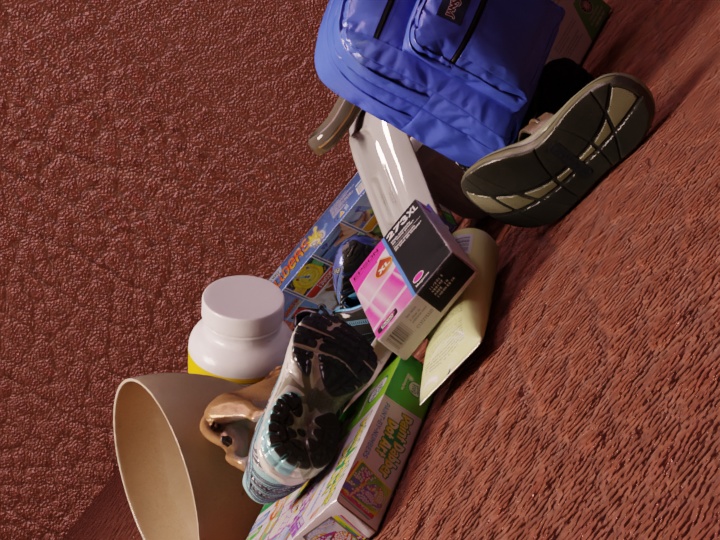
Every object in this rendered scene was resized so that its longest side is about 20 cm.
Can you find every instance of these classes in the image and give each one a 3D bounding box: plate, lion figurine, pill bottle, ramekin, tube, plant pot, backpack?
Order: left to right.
[{"bbox_3d":[-0.140,0.185,1.505,0.133,0.202,0.200,-15,-12,-27],"label":"plant pot"},{"bbox_3d":[-0.124,0.112,1.616,0.113,0.111,0.202,-62,-21,-57],"label":"pill bottle"},{"bbox_3d":[-0.084,0.125,1.408,0.122,0.199,0.073,15,103,43],"label":"lion figurine"},{"bbox_3d":[0.036,-0.076,1.555,0.032,0.201,0.200,-21,3,-9],"label":"plate"},{"bbox_3d":[0.070,-0.215,1.392,0.164,0.199,0.168,-67,7,-22],"label":"backpack"},{"bbox_3d":[0.083,0.033,1.279,0.200,0.051,0.059,-73,-19,-61],"label":"tube"},{"bbox_3d":[0.133,-0.147,1.623,0.201,0.105,0.200,-50,7,8],"label":"ramekin"}]

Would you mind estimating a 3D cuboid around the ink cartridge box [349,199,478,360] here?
[{"bbox_3d":[0.039,-0.002,1.326,0.095,0.037,0.200,-51,17,9],"label":"ink cartridge box"}]

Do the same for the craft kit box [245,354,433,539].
[{"bbox_3d":[-0.030,0.185,1.244,0.197,0.048,0.200,-44,10,33],"label":"craft kit box"}]

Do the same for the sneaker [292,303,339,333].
[{"bbox_3d":[-0.025,0.062,1.654,0.079,0.090,0.200,-50,5,10],"label":"sneaker"}]

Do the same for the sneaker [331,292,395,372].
[{"bbox_3d":[0.001,0.065,1.499,0.200,0.082,0.073,-51,9,27],"label":"sneaker"}]

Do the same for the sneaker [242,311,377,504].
[{"bbox_3d":[-0.052,0.112,1.283,0.086,0.077,0.200,-51,6,37],"label":"sneaker"}]

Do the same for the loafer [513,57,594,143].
[{"bbox_3d":[0.170,-0.127,1.417,0.072,0.073,0.200,-50,5,39],"label":"loafer"}]

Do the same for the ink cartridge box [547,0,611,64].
[{"bbox_3d":[0.171,-0.305,1.776,0.084,0.200,0.146,-43,10,49],"label":"ink cartridge box"}]

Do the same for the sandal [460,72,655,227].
[{"bbox_3d":[0.166,-0.099,1.273,0.200,0.080,0.058,-34,21,40],"label":"sandal"}]

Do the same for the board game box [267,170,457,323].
[{"bbox_3d":[-0.004,-0.012,1.733,0.200,0.135,0.035,-49,40,22],"label":"board game box"}]

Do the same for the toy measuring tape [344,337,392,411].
[{"bbox_3d":[0.044,0.043,1.386,0.201,0.073,0.074,-55,7,-24],"label":"toy measuring tape"}]

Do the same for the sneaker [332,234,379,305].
[{"bbox_3d":[0.000,0.000,1.562,0.075,0.079,0.200,-34,-16,-2],"label":"sneaker"}]

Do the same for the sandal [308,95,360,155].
[{"bbox_3d":[-0.001,-0.208,1.550,0.201,0.054,0.082,-55,7,-1],"label":"sandal"}]
